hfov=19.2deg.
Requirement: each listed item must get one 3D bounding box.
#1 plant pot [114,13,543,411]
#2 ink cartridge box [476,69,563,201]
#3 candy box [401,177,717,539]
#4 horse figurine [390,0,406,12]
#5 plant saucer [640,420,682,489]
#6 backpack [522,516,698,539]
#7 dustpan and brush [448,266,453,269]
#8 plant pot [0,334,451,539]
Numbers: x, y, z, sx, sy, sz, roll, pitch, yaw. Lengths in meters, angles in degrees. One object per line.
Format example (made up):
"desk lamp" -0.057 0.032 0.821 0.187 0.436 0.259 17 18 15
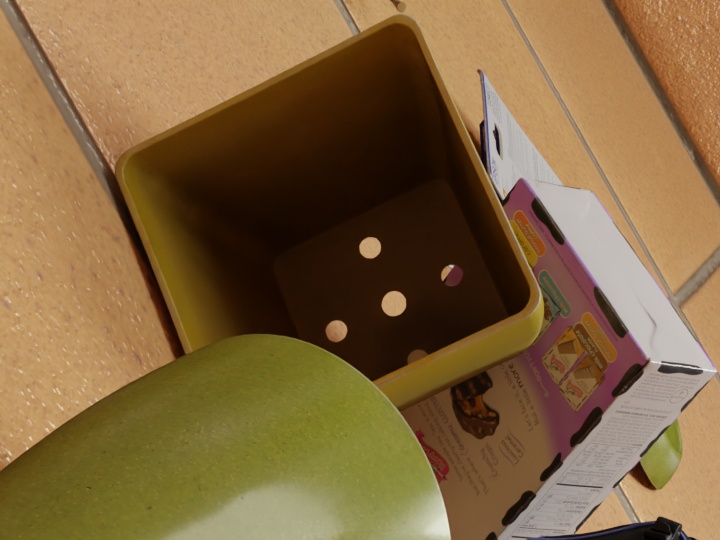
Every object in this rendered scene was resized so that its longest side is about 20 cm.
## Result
"plant pot" 0.000 0.000 1.291 0.200 0.200 0.176 67 8 21
"ink cartridge box" 0.152 -0.063 2.009 0.200 0.041 0.200 52 21 -28
"candy box" 0.110 0.071 1.383 0.071 0.200 0.168 9 39 -41
"horse figurine" -0.015 -0.302 1.898 0.200 0.050 0.133 32 15 -41
"plant saucer" 0.266 0.107 2.013 0.200 0.031 0.200 -18 90 -77
"backpack" 0.126 0.260 1.240 0.135 0.182 0.200 61 21 -64
"dustpan and brush" 0.037 -0.085 1.740 0.200 0.057 0.140 61 15 -19
"plant pot" -0.093 0.133 0.881 0.200 0.187 0.187 -12 73 -56
